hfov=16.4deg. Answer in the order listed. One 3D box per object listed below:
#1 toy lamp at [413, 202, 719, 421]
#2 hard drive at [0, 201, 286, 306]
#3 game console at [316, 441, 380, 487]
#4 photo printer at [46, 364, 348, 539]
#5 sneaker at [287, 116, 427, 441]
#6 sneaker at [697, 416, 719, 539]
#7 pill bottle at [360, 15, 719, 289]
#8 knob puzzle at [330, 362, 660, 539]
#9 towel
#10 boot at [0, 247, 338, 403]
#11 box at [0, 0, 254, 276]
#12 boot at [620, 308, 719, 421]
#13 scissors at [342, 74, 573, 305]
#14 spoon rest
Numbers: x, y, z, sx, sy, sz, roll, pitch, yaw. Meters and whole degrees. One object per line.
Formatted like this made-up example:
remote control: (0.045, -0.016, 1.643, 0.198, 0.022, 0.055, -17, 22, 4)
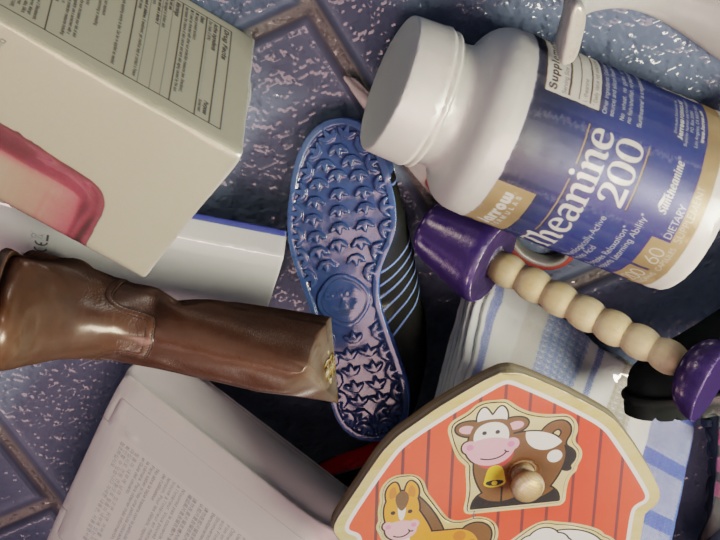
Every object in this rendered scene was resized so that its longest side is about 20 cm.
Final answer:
toy lamp: (0.122, 0.019, 1.467, 0.200, 0.058, 0.058, 30, 127, 19)
hard drive: (-0.154, 0.000, 1.514, 0.199, 0.025, 0.132, 11, 146, -7)
game console: (0.062, 0.164, 1.596, 0.200, 0.031, 0.177, 29, 145, -29)
photo printer: (-0.089, 0.172, 1.562, 0.200, 0.069, 0.167, 35, 114, 21)
sneaker: (0.000, 0.000, 1.516, 0.070, 0.078, 0.201, -3, 104, 10)
sneaker: (0.243, 0.103, 1.592, 0.082, 0.070, 0.200, 24, 121, 4)
pill bottle: (0.107, -0.072, 1.431, 0.200, 0.111, 0.111, 20, 123, -14)
knob puzzle: (0.082, 0.144, 1.464, 0.219, 0.030, 0.220, -6, 124, -8)
towel: (0.126, 0.102, 1.534, 0.200, 0.147, 0.024, 32, 149, -27)
boot: (-0.108, 0.040, 1.402, 0.200, 0.186, 0.064, 16, 104, 2)
box: (-0.172, -0.110, 1.397, 0.200, 0.128, 0.109, 30, 122, -19)
boot: (0.237, -0.007, 1.477, 0.200, 0.076, 0.169, -11, 97, 20)
scissors: (0.048, -0.042, 1.512, 0.200, 0.014, 0.073, 33, 122, -23)
spoon rest: (0.204, -0.148, 1.418, 0.199, 0.061, 0.100, 0, 128, -15)
